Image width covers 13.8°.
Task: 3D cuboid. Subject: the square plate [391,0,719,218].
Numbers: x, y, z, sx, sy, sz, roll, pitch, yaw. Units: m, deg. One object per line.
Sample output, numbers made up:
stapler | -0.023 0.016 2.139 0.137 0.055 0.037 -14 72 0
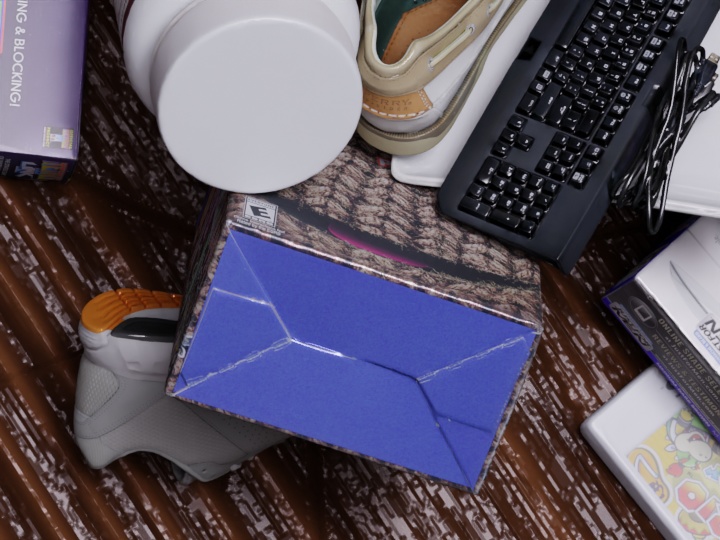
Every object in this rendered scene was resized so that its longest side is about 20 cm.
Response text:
square plate | 0.125 -0.117 1.490 0.197 0.028 0.201 6 64 7

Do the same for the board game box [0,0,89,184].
board game box | -0.222 -0.153 1.539 0.164 0.057 0.202 4 77 -9

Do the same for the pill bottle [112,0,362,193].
pill bottle | -0.062 -0.133 1.427 0.113 0.115 0.201 -2 37 -12

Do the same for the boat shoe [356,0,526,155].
boat shoe | 0.049 -0.155 1.458 0.074 0.069 0.201 14 64 11

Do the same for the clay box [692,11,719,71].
clay box | 0.239 -0.120 1.539 0.200 0.048 0.115 -41 81 -16

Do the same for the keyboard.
keyboard | 0.123 -0.094 1.441 0.104 0.040 0.201 24 68 15

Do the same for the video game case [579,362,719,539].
video game case | 0.245 0.105 1.590 0.182 0.023 0.200 -38 87 -16

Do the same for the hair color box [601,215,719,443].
hair color box | 0.237 -0.012 1.569 0.200 0.065 0.109 -40 91 -19

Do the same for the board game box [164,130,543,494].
board game box | 0.000 0.000 1.466 0.158 0.200 0.097 18 115 -7

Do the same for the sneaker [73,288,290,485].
sneaker | -0.058 0.066 1.523 0.199 0.076 0.093 6 112 -24
